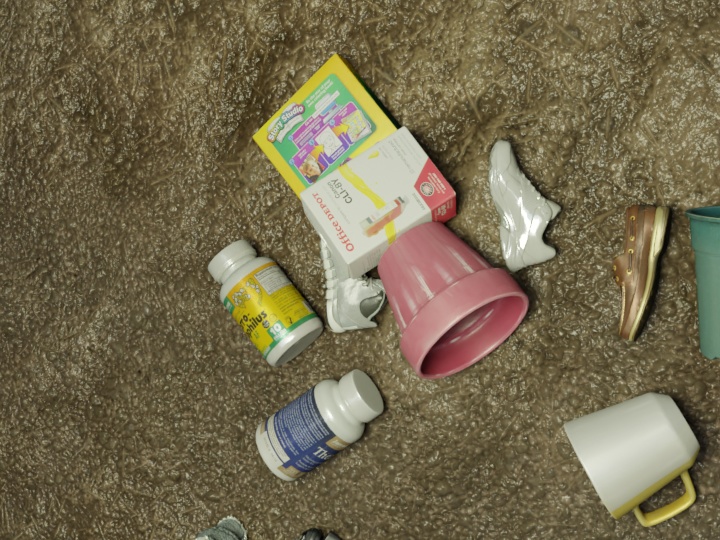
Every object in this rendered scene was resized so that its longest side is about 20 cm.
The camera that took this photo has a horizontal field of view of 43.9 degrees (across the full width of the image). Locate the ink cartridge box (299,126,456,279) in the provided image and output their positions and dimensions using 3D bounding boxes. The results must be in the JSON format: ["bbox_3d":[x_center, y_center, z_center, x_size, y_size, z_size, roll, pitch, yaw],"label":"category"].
[{"bbox_3d":[0.027,-0.102,1.379,0.199,0.083,0.146,-33,72,-6],"label":"ink cartridge box"}]

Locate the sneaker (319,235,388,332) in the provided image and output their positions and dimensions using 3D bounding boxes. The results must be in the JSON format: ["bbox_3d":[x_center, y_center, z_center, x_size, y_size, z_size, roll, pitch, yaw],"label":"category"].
[{"bbox_3d":[0.000,0.000,1.451,0.115,0.075,0.201,-2,101,16],"label":"sneaker"}]

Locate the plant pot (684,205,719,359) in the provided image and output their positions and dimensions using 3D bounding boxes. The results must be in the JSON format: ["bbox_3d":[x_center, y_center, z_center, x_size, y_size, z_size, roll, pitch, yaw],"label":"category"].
[{"bbox_3d":[0.534,0.020,1.189,0.199,0.200,0.198,2,99,20],"label":"plant pot"}]

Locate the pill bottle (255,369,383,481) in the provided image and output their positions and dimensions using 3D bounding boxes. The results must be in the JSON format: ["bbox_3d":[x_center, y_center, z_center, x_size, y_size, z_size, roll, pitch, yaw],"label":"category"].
[{"bbox_3d":[-0.064,0.248,1.453,0.200,0.111,0.111,-36,79,18],"label":"pill bottle"}]

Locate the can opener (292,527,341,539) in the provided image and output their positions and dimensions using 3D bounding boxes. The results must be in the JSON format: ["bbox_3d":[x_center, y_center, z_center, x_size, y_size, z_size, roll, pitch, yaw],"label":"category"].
[{"bbox_3d":[-0.105,0.519,1.500,0.078,0.063,0.201,30,101,17],"label":"can opener"}]

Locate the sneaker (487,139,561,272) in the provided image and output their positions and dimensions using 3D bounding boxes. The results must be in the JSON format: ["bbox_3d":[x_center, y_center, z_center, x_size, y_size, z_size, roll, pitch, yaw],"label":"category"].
[{"bbox_3d":[0.251,-0.103,1.354,0.099,0.078,0.201,-11,96,14],"label":"sneaker"}]

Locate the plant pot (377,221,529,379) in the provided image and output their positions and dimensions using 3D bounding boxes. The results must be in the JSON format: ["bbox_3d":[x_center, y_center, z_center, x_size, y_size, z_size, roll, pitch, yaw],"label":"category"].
[{"bbox_3d":[0.123,0.034,1.346,0.200,0.200,0.179,-42,63,16],"label":"plant pot"}]

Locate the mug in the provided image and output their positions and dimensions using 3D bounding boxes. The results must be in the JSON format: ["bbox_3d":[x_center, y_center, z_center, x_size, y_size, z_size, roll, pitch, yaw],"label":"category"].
[{"bbox_3d":[0.400,0.260,1.285,0.153,0.187,0.150,-31,48,10],"label":"mug"}]

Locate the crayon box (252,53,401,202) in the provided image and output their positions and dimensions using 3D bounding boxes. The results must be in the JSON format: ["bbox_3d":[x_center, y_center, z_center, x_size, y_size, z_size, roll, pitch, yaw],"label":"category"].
[{"bbox_3d":[-0.051,-0.220,1.466,0.200,0.058,0.173,-41,76,16],"label":"crayon box"}]

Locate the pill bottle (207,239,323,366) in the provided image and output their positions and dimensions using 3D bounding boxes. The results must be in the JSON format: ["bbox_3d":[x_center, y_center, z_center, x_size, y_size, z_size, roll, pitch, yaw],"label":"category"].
[{"bbox_3d":[-0.162,0.050,1.485,0.113,0.113,0.200,-42,78,16],"label":"pill bottle"}]

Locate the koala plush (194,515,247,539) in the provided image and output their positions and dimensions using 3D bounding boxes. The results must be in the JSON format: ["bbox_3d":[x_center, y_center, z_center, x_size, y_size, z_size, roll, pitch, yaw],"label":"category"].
[{"bbox_3d":[-0.238,0.525,1.501,0.183,0.177,0.201,-1,87,15],"label":"koala plush"}]

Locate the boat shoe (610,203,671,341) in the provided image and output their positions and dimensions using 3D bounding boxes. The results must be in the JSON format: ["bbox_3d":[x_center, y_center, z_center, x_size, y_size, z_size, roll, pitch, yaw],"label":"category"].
[{"bbox_3d":[0.399,0.001,1.298,0.067,0.072,0.201,12,89,25],"label":"boat shoe"}]
